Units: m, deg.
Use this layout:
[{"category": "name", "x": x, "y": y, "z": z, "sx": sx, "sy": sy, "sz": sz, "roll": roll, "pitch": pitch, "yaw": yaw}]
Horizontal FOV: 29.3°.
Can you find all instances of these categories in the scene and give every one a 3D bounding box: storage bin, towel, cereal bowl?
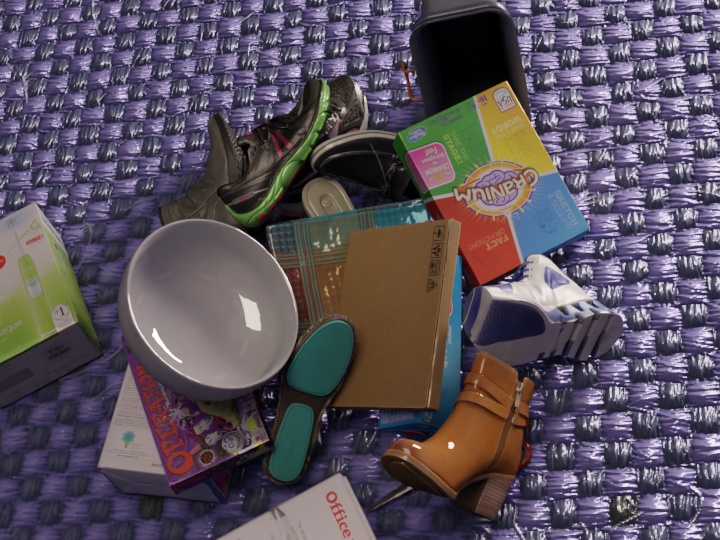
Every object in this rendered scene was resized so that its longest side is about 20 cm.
[{"category": "storage bin", "x": 0.122, "y": -0.268, "z": 1.671, "sx": 0.143, "sy": 0.201, "sz": 0.136, "roll": -10, "pitch": 46, "yaw": 9}, {"category": "towel", "x": 0.000, "y": 0.000, "z": 1.579, "sx": 0.197, "sy": 0.022, "sz": 0.149, "roll": -10, "pitch": 74, "yaw": -14}, {"category": "cereal bowl", "x": -0.171, "y": 0.050, "z": 1.472, "sx": 0.198, "sy": 0.083, "sz": 0.203, "roll": 16, "pitch": 57, "yaw": -26}]

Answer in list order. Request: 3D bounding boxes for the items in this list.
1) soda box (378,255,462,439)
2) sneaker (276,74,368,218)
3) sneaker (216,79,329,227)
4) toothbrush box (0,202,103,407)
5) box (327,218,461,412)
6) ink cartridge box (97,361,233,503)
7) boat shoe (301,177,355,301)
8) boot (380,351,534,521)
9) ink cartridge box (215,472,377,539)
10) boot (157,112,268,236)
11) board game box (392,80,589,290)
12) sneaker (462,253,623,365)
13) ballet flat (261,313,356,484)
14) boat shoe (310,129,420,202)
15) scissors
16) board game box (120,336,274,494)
[{"category": "soda box", "x": 0.066, "y": 0.078, "z": 1.509, "sx": 0.064, "sy": 0.067, "sz": 0.203, "roll": -14, "pitch": 66, "yaw": 43}, {"category": "sneaker", "x": -0.052, "y": -0.166, "z": 1.711, "sx": 0.079, "sy": 0.087, "sz": 0.202, "roll": 12, "pitch": 64, "yaw": 21}, {"category": "sneaker", "x": -0.100, "y": -0.149, "z": 1.619, "sx": 0.083, "sy": 0.077, "sz": 0.201, "roll": 33, "pitch": 74, "yaw": -3}, {"category": "toothbrush box", "x": -0.421, "y": 0.041, "z": 1.691, "sx": 0.144, "sy": 0.086, "sz": 0.201, "roll": -26, "pitch": 55, "yaw": -2}, {"category": "box", "x": 0.033, "y": 0.050, "z": 1.485, "sx": 0.162, "sy": 0.021, "sz": 0.203, "roll": -5, "pitch": 73, "yaw": 48}, {"category": "ink cartridge box", "x": -0.201, "y": 0.152, "z": 1.568, "sx": 0.134, "sy": 0.077, "sz": 0.203, "roll": 4, "pitch": 62, "yaw": 15}, {"category": "boat shoe", "x": -0.017, "y": -0.010, "z": 1.628, "sx": 0.071, "sy": 0.068, "sz": 0.202, "roll": -16, "pitch": 69, "yaw": -18}, {"category": "boot", "x": 0.103, "y": 0.155, "z": 1.399, "sx": 0.073, "sy": 0.199, "sz": 0.157, "roll": 12, "pitch": 77, "yaw": 37}, {"category": "ink cartridge box", "x": -0.068, "y": 0.327, "z": 1.422, "sx": 0.198, "sy": 0.083, "sz": 0.147, "roll": -28, "pitch": 56, "yaw": -2}, {"category": "boot", "x": -0.201, "y": -0.101, "z": 1.730, "sx": 0.129, "sy": 0.068, "sz": 0.202, "roll": -24, "pitch": 55, "yaw": 7}, {"category": "board game box", "x": 0.149, "y": -0.097, "z": 1.583, "sx": 0.152, "sy": 0.040, "sz": 0.202, "roll": -26, "pitch": 79, "yaw": -14}, {"category": "sneaker", "x": 0.180, "y": 0.039, "z": 1.499, "sx": 0.115, "sy": 0.197, "sz": 0.081, "roll": 51, "pitch": 126, "yaw": 46}, {"category": "ballet flat", "x": -0.062, "y": 0.134, "z": 1.508, "sx": 0.067, "sy": 0.075, "sz": 0.203, "roll": 18, "pitch": 99, "yaw": -11}, {"category": "boat shoe", "x": 0.037, "y": -0.119, "z": 1.630, "sx": 0.197, "sy": 0.075, "sz": 0.063, "roll": 6, "pitch": 57, "yaw": -19}, {"category": "scissors", "x": 0.093, "y": 0.204, "z": 1.495, "sx": 0.197, "sy": 0.014, "sz": 0.074, "roll": -18, "pitch": 59, "yaw": 6}, {"category": "board game box", "x": -0.182, "y": 0.133, "z": 1.516, "sx": 0.119, "sy": 0.032, "sz": 0.201, "roll": -27, "pitch": 57, "yaw": 1}]
